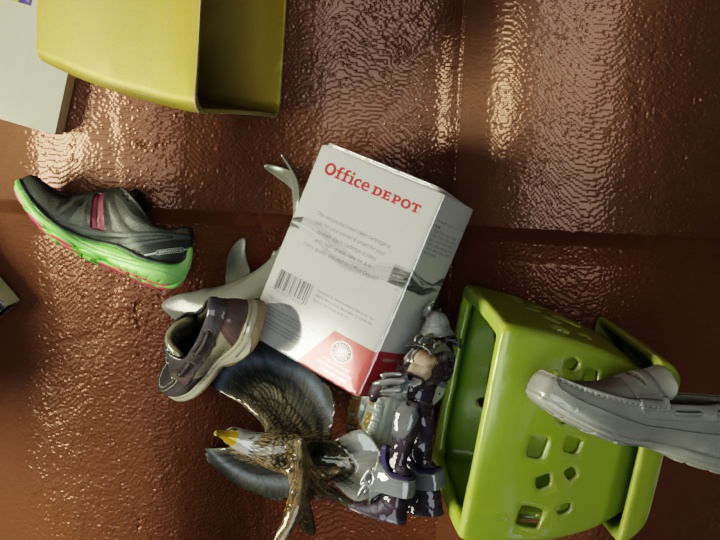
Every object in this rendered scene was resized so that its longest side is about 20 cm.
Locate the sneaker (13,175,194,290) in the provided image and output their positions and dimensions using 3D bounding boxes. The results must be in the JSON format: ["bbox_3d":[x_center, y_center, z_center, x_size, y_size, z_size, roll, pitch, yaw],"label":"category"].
[{"bbox_3d":[-0.260,-0.050,0.910,0.199,0.077,0.084,25,75,1],"label":"sneaker"}]

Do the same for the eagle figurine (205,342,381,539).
[{"bbox_3d":[-0.083,0.173,0.884,0.151,0.200,0.151,-39,111,-8],"label":"eagle figurine"}]

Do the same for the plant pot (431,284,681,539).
[{"bbox_3d":[0.181,0.136,0.843,0.179,0.200,0.201,9,99,-5],"label":"plant pot"}]

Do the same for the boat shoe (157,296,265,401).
[{"bbox_3d":[-0.162,0.072,0.871,0.064,0.073,0.200,26,146,-23],"label":"boat shoe"}]

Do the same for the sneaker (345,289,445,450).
[{"bbox_3d":[0.052,0.094,0.913,0.087,0.076,0.202,17,93,-27],"label":"sneaker"}]

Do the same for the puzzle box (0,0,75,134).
[{"bbox_3d":[-0.346,-0.253,0.896,0.132,0.025,0.202,17,100,1],"label":"puzzle box"}]

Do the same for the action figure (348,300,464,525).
[{"bbox_3d":[0.049,0.126,0.808,0.069,0.130,0.202,11,93,32],"label":"action figure"}]

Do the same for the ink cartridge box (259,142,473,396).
[{"bbox_3d":[0.000,0.000,0.849,0.146,0.083,0.202,26,95,30],"label":"ink cartridge box"}]

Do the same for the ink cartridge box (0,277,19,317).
[{"bbox_3d":[-0.467,-0.012,0.938,0.099,0.039,0.200,-39,94,10],"label":"ink cartridge box"}]

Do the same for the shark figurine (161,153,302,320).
[{"bbox_3d":[-0.098,-0.001,0.891,0.128,0.090,0.215,37,102,-4],"label":"shark figurine"}]

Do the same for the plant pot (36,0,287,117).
[{"bbox_3d":[-0.182,-0.251,0.811,0.175,0.200,0.202,7,100,15],"label":"plant pot"}]

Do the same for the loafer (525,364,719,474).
[{"bbox_3d":[0.226,0.108,0.718,0.198,0.070,0.070,18,92,-20],"label":"loafer"}]
